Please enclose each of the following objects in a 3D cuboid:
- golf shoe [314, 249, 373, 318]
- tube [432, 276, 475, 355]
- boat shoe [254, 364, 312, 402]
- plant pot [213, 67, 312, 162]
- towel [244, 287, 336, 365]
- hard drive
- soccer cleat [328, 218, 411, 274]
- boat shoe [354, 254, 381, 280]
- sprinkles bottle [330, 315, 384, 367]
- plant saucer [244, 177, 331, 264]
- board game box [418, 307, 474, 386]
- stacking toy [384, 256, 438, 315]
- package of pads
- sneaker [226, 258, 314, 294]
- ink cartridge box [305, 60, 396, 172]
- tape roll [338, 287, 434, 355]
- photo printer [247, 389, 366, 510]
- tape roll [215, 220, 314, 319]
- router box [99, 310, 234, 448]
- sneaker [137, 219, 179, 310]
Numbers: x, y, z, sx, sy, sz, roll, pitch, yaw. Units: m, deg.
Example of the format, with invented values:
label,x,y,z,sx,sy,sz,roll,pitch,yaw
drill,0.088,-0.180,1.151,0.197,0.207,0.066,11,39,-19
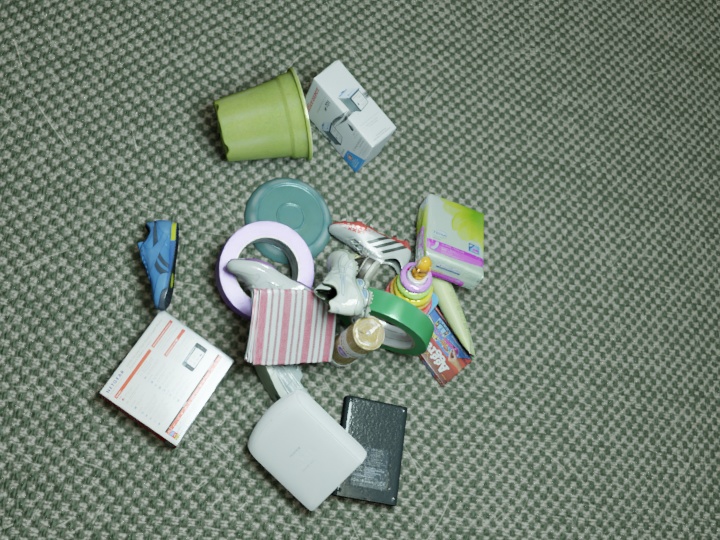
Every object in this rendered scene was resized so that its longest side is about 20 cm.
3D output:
label,x,y,z,sx,sy,sz,roll,pitch,yaw
golf shoe,-0.048,0.020,1.533,0.096,0.200,0.079,-3,119,-19
tube,0.206,0.096,1.740,0.057,0.052,0.202,-13,71,-35
boat shoe,-0.148,0.230,1.591,0.071,0.070,0.202,-34,91,-29
plant pot,-0.214,-0.317,1.682,0.181,0.201,0.204,-13,77,-10
towel,-0.131,0.108,1.532,0.198,0.030,0.149,3,97,-38
hard drive,0.020,0.370,1.617,0.137,0.033,0.203,14,70,-14
soccer cleat,0.020,-0.051,1.731,0.197,0.069,0.086,19,64,-17
boat shoe,0.000,0.000,1.638,0.059,0.200,0.072,39,84,2
sprinkles bottle,-0.014,0.145,1.583,0.067,0.200,0.069,6,72,-17
plant saucer,-0.154,-0.113,1.714,0.197,0.027,0.204,5,72,-16
board game box,0.156,0.145,1.740,0.102,0.019,0.201,-36,87,-23
stacking toy,0.113,0.027,1.643,0.109,0.201,0.116,37,63,12
package of pads,0.199,-0.067,1.766,0.152,0.068,0.202,20,48,-12
sneaker,-0.181,0.045,1.550,0.198,0.075,0.101,29,75,-14
ink cartridge box,-0.029,-0.343,1.761,0.086,0.146,0.200,-42,89,-22
tape roll,0.053,0.106,1.618,0.198,0.200,0.049,28,67,-8
photo printer,-0.111,0.343,1.522,0.200,0.069,0.166,44,107,-1
tape roll,-0.198,0.003,1.624,0.197,0.066,0.204,2,84,-19
router box,-0.374,0.209,1.528,0.178,0.049,0.201,36,66,-5
sneaker,-0.408,-0.011,1.568,0.077,0.066,0.203,3,60,-9
